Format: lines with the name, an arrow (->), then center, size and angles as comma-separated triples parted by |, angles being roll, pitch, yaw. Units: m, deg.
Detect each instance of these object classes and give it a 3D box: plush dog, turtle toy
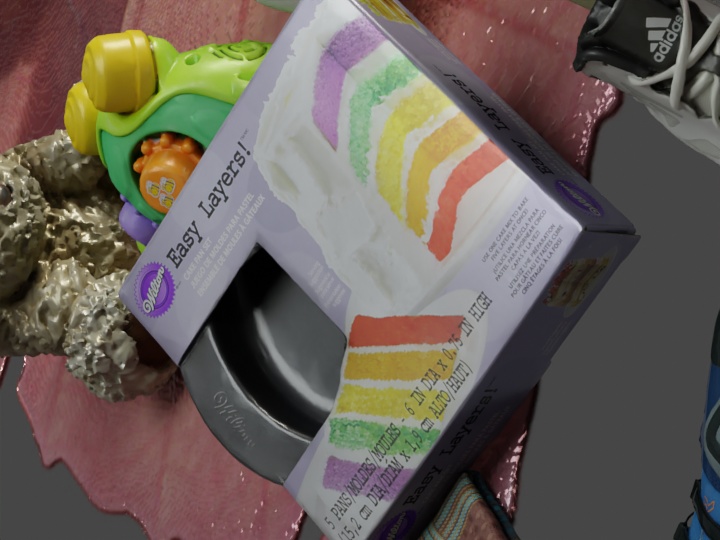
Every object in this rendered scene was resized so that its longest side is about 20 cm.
plush dog -> -0.196, -0.018, 1.454 | 0.160, 0.171, 0.201 | -31, 49, 47
turtle toy -> -0.069, -0.054, 1.319 | 0.200, 0.145, 0.102 | 133, 129, -71

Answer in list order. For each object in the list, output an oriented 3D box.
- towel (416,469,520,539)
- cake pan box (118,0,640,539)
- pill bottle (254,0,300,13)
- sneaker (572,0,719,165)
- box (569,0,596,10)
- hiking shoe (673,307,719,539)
towel -> 0.020, 0.202, 1.133 | 0.201, 0.022, 0.147 | -59, 33, 18
cake pan box -> 0.000, 0.000, 1.177 | 0.184, 0.052, 0.200 | 48, 116, 28
pill bottle -> -0.034, -0.214, 1.349 | 0.112, 0.112, 0.200 | -58, 19, 20
sneaker -> 0.143, -0.058, 0.988 | 0.200, 0.115, 0.076 | 37, 105, 58
box -> 0.092, -0.213, 1.076 | 0.176, 0.199, 0.097 | -47, 38, 35
hiking shoe -> 0.135, 0.098, 0.954 | 0.087, 0.074, 0.201 | -27, 51, 48
